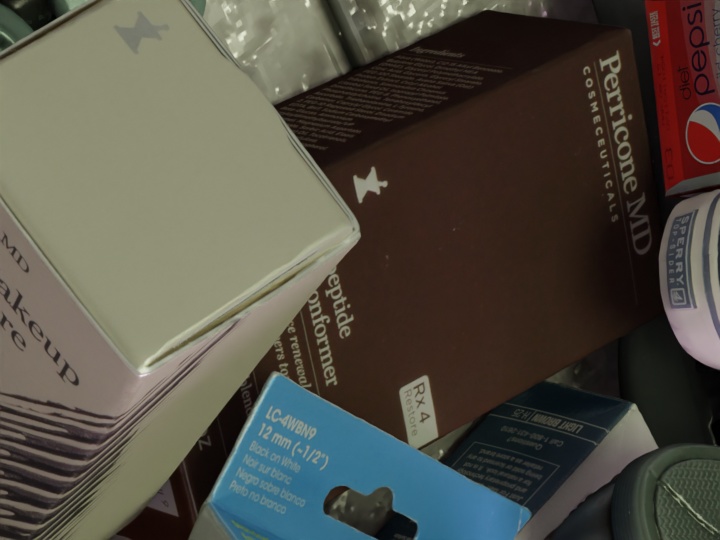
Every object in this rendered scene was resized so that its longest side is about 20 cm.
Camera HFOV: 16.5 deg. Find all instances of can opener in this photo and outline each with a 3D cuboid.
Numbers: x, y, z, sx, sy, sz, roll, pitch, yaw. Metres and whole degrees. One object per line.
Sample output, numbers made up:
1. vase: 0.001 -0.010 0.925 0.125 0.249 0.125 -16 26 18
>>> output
1. can opener: 0.101 -0.018 0.839 0.053 0.067 0.201 -33 105 -77

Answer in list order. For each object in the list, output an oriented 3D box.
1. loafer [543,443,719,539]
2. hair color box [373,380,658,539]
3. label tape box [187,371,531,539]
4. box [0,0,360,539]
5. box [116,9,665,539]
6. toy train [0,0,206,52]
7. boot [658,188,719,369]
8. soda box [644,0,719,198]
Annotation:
1. loafer: 0.146 0.101 0.824 0.199 0.063 0.072 18 60 -33
2. hair color box: 0.030 0.140 0.822 0.200 0.060 0.100 -45 122 -24
3. label tape box: -0.006 0.148 0.699 0.143 0.066 0.201 33 79 -50
4. box: -0.076 0.016 0.616 0.068 0.200 0.082 -34 80 -29
5. box: 0.000 0.000 0.762 0.200 0.075 0.101 -28 116 -34
6. toy train: -0.128 -0.074 0.639 0.200 0.085 0.114 -38 108 -25
7. boot: 0.180 0.013 0.802 0.200 0.090 0.073 11 76 -56
8. soda box: 0.183 -0.057 0.831 0.199 0.063 0.070 3 79 -44
